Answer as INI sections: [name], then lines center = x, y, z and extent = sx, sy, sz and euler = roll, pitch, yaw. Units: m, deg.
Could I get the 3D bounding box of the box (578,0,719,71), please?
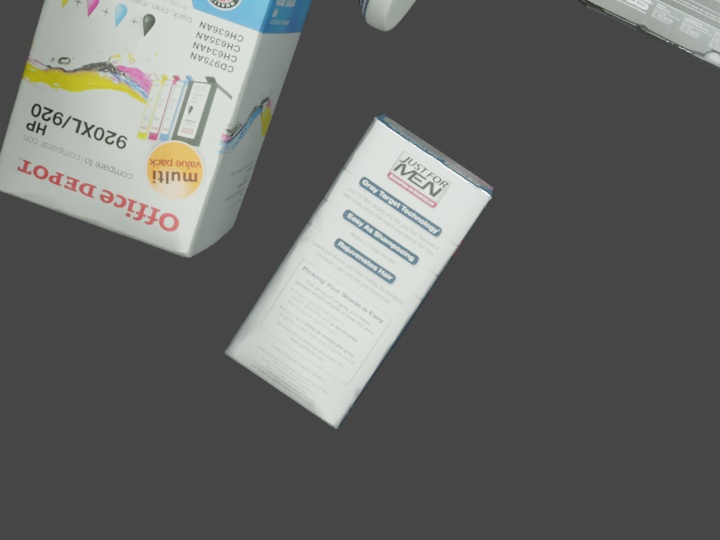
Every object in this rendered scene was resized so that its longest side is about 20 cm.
[box]
center = 0.268, -0.209, 0.980
extent = 0.199, 0.048, 0.159
euler = 26, 99, 3

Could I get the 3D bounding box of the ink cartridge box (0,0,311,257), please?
[ink cartridge box]
center = -0.136, -0.131, 0.997
extent = 0.147, 0.145, 0.201
euler = 20, 101, 3

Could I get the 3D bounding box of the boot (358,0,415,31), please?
[boot]
center = 0.022, -0.270, 1.000
extent = 0.090, 0.073, 0.201
euler = 25, 94, 12

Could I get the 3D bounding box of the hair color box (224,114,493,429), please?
[hair color box]
center = 0.000, 0.000, 1.041
extent = 0.100, 0.061, 0.200
euler = 34, 102, 1
